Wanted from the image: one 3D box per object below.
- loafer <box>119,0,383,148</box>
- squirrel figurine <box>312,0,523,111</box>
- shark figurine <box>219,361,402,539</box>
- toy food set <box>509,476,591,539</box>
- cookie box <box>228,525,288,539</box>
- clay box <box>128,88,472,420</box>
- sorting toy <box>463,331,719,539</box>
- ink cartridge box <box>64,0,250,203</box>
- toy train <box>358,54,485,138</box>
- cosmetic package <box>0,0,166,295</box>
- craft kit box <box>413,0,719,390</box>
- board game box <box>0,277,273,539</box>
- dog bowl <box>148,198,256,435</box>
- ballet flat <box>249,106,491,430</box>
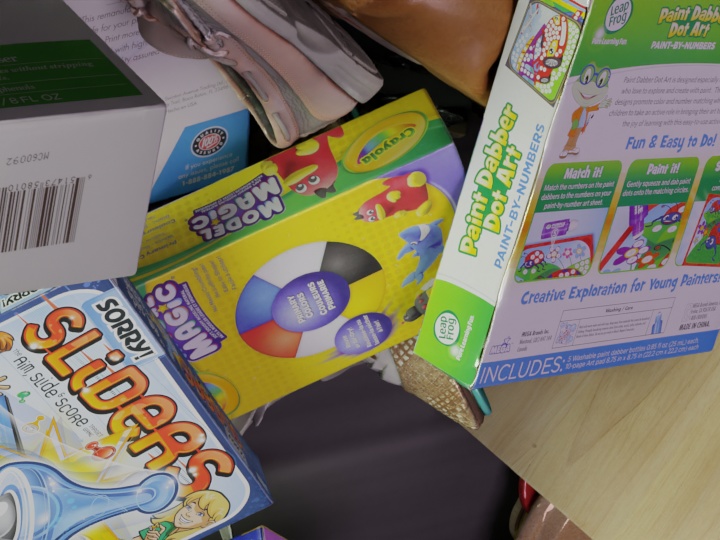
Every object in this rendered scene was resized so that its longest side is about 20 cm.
[{"bbox_3d":[-0.062,-0.106,0.997,0.063,0.072,0.200,-43,144,11],"label":"loafer"},{"bbox_3d":[0.041,-0.195,1.040,0.187,0.141,0.200,-57,154,2],"label":"squirrel figurine"},{"bbox_3d":[-0.010,0.056,1.244,0.214,0.089,0.128,-38,135,-11],"label":"shark figurine"},{"bbox_3d":[0.170,0.159,1.485,0.198,0.049,0.200,3,120,-38],"label":"toy food set"},{"bbox_3d":[-0.083,0.233,1.271,0.200,0.075,0.171,-26,142,22],"label":"cookie box"},{"bbox_3d":[-0.039,0.004,1.093,0.200,0.048,0.115,-26,137,0],"label":"clay box"},{"bbox_3d":[0.186,0.062,1.325,0.200,0.199,0.070,-55,152,10],"label":"sorting toy"},{"bbox_3d":[-0.112,-0.127,1.039,0.115,0.068,0.200,-18,131,-28],"label":"ink cartridge box"},{"bbox_3d":[0.087,-0.075,1.208,0.200,0.046,0.034,14,74,-16],"label":"toy train"},{"bbox_3d":[-0.175,-0.075,0.936,0.108,0.200,0.085,-10,129,-34],"label":"cosmetic package"},{"bbox_3d":[0.129,-0.048,1.109,0.200,0.049,0.198,-5,120,-48],"label":"craft kit box"},{"bbox_3d":[-0.139,0.073,1.059,0.135,0.034,0.200,-27,138,4],"label":"board game box"},{"bbox_3d":[-0.140,0.043,1.155,0.200,0.059,0.200,-20,132,-24],"label":"dog bowl"},{"bbox_3d":[0.000,0.000,1.182,0.065,0.071,0.200,-25,96,-1],"label":"ballet flat"}]
